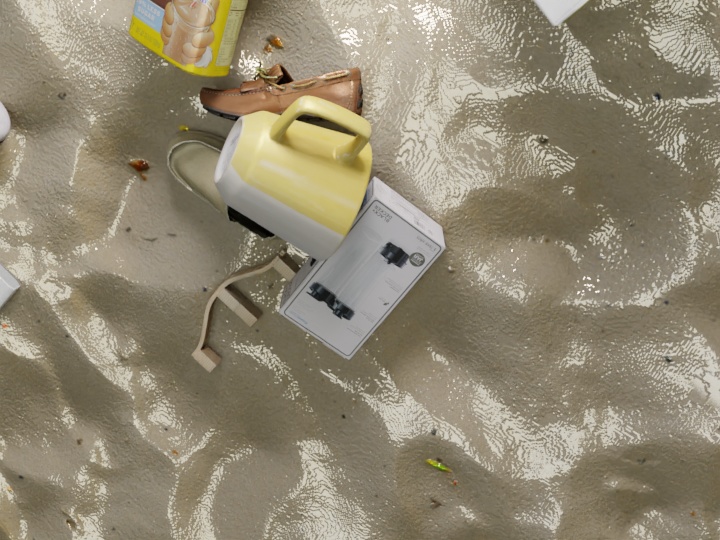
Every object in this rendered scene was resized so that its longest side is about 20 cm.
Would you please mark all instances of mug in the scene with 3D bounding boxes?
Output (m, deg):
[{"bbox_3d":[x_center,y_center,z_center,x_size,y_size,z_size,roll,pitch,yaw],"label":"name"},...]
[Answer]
[{"bbox_3d":[-0.077,-0.125,1.184,0.151,0.150,0.189,22,109,-19],"label":"mug"}]

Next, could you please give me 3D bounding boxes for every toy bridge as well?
[{"bbox_3d":[-0.160,0.043,1.346,0.067,0.027,0.200,41,110,-3],"label":"toy bridge"}]

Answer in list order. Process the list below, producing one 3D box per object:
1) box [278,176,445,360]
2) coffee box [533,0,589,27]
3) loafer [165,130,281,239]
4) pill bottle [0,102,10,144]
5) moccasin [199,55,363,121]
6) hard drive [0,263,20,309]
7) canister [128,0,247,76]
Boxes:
[{"bbox_3d":[0.000,0.000,1.266,0.116,0.060,0.201,33,112,-16],"label":"box"},{"bbox_3d":[0.217,-0.393,1.025,0.199,0.200,0.198,-38,98,21],"label":"coffee box"},{"bbox_3d":[-0.159,-0.105,1.274,0.198,0.068,0.076,30,112,1],"label":"loafer"},{"bbox_3d":[-0.548,-0.147,1.323,0.109,0.109,0.200,45,112,-5],"label":"pill bottle"},{"bbox_3d":[-0.096,-0.216,1.222,0.197,0.074,0.079,0,99,15],"label":"moccasin"},{"bbox_3d":[-0.582,0.041,1.438,0.132,0.026,0.200,45,111,-5],"label":"hard drive"},{"bbox_3d":[-0.186,-0.343,1.173,0.148,0.086,0.203,34,117,29],"label":"canister"}]
